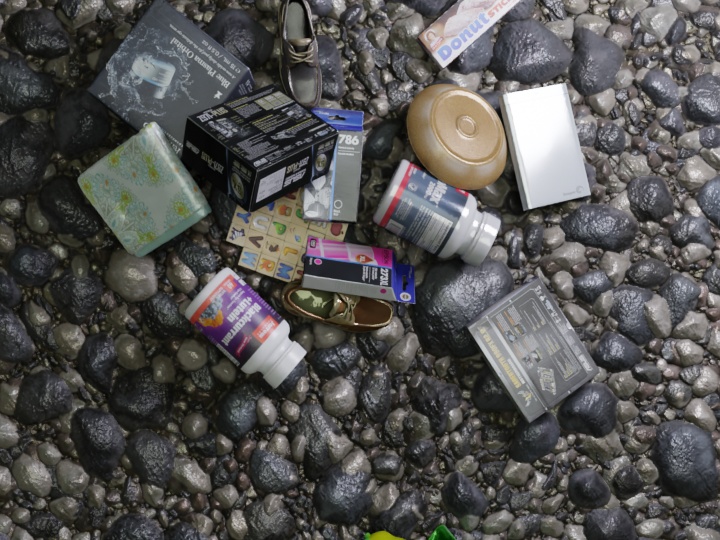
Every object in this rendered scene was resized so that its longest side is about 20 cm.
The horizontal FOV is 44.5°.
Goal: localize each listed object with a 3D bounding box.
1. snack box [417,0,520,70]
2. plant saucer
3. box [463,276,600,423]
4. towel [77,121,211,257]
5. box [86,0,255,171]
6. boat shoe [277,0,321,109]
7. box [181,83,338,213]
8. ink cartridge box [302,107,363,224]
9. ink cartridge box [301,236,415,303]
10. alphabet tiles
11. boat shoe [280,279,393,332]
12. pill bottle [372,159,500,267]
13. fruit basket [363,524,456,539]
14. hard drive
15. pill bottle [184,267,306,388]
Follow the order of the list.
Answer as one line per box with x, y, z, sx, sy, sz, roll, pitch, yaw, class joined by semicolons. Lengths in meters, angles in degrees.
0.195;-0.447;1.555;0.199;0.024;0.072;-42;93;-3;snack box
0.174;-0.238;1.501;0.197;0.035;0.204;9;67;-21;plant saucer
0.299;0.138;1.542;0.157;0.048;0.202;-34;91;-2;box
-0.358;-0.126;1.455;0.198;0.048;0.172;-25;107;32;towel
-0.314;-0.310;1.485;0.196;0.117;0.201;37;89;-2;box
-0.109;-0.379;1.516;0.073;0.073;0.204;-11;90;-3;boat shoe
-0.161;-0.202;1.428;0.163;0.087;0.199;37;44;20;box
-0.047;-0.185;1.531;0.097;0.039;0.204;3;86;-2;ink cartridge box
0.000;0.000;1.506;0.196;0.096;0.037;10;133;-7;ink cartridge box
-0.128;-0.068;1.545;0.197;0.006;0.169;19;88;-3;alphabet tiles
-0.040;0.065;1.512;0.196;0.074;0.077;8;89;-6;boat shoe
0.132;-0.092;1.501;0.198;0.120;0.121;27;88;-3;pill bottle
0.091;0.526;1.489;0.212;0.155;0.220;-3;101;-16;fruit basket
0.323;-0.217;1.544;0.130;0.027;0.204;-13;90;-19;hard drive
-0.190;0.101;1.488;0.200;0.111;0.112;43;88;-2;pill bottle
